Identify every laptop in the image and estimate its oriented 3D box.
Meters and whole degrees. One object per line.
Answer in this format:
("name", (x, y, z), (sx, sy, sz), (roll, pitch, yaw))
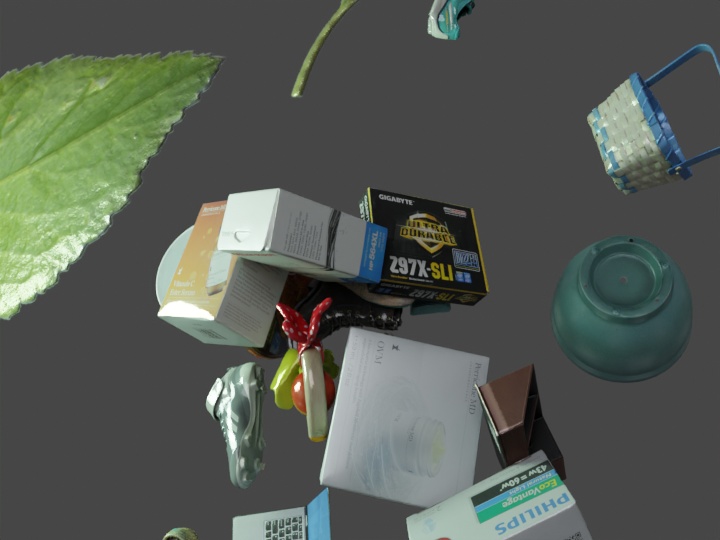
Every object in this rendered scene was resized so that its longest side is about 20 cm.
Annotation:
("laptop", (-0.111, 0.416, 0.878), (0.194, 0.116, 0.192), (-12, 59, 13))

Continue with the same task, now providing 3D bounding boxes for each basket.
("basket", (0.464, -0.227, 0.984), (0.198, 0.137, 0.181), (-30, 52, 39))

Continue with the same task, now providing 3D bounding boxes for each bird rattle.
("bird rattle", (-0.062, 0.144, 0.903), (0.109, 0.202, 0.167), (-3, 54, -15))

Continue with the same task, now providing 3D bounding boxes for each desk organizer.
("desk organizer", (0.208, 0.210, 0.819), (0.075, 0.202, 0.073), (-22, 46, 2))

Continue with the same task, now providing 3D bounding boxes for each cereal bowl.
("cereal bowl", (-0.261, 0.015, 1.158), (0.194, 0.084, 0.206), (-9, 61, 16))

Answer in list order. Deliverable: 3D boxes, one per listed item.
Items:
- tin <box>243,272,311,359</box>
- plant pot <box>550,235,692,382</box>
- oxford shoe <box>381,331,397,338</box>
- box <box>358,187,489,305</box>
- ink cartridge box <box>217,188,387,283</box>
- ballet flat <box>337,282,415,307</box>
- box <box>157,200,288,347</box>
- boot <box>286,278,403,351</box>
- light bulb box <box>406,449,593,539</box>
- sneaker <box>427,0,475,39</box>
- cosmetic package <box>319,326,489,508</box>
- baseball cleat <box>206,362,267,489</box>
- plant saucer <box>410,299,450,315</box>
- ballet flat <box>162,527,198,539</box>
("tin", (-0.140, 0.050, 1.087), (0.041, 0.110, 0.205), (-20, 49, 54))
("plant pot", (0.364, 0.037, 0.898), (0.194, 0.135, 0.206), (-8, 61, 15))
("oxford shoe", (0.004, 0.186, 0.981), (0.069, 0.075, 0.204), (15, 69, 25))
("box", (0.098, -0.036, 1.013), (0.194, 0.049, 0.164), (9, 60, -23))
("ink cartridge box", (-0.081, -0.044, 0.913), (0.144, 0.197, 0.087), (3, 78, 50))
("ballet flat", (0.000, 0.000, 1.024), (0.196, 0.069, 0.068), (19, 43, 28))
("box", (-0.202, 0.003, 1.009), (0.149, 0.106, 0.205), (-3, 62, 40))
("boot", (-0.017, 0.075, 1.037), (0.169, 0.070, 0.203), (5, 50, 20))
("light bulb box", (0.181, 0.358, 0.743), (0.194, 0.125, 0.204), (-26, 100, 3))
("sneaker", (0.197, -0.553, 1.312), (0.078, 0.078, 0.205), (20, 75, 6))
("cosmetic package", (0.058, 0.205, 0.875), (0.194, 0.123, 0.205), (12, 74, -1))
("baseball cleat", (-0.201, 0.250, 1.033), (0.104, 0.070, 0.204), (-13, 51, 20))
("plant saucer", (0.114, -0.024, 1.086), (0.068, 0.019, 0.206), (-7, 63, 16))
("ballet flat", (-0.257, 0.476, 0.928), (0.069, 0.071, 0.204), (-20, 59, 8))
